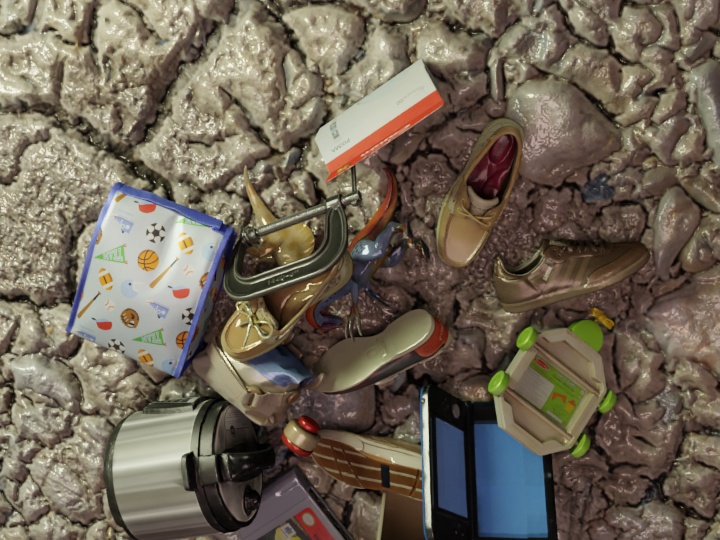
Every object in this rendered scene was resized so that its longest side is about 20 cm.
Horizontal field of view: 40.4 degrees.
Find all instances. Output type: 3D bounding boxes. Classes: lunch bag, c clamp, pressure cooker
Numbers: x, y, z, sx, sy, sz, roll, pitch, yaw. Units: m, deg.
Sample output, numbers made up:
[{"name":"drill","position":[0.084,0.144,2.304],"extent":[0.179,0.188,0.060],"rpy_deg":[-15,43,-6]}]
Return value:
[{"name":"lunch bag","position":[-0.261,0.004,1.250],"extent":[0.168,0.124,0.202],"rpy_deg":[20,112,0]},{"name":"c clamp","position":[-0.082,-0.044,1.199],"extent":[0.198,0.172,0.027],"rpy_deg":[-23,137,15]},{"name":"pressure cooker","position":[-0.211,0.260,1.280],"extent":[0.197,0.177,0.180],"rpy_deg":[-11,125,16]}]

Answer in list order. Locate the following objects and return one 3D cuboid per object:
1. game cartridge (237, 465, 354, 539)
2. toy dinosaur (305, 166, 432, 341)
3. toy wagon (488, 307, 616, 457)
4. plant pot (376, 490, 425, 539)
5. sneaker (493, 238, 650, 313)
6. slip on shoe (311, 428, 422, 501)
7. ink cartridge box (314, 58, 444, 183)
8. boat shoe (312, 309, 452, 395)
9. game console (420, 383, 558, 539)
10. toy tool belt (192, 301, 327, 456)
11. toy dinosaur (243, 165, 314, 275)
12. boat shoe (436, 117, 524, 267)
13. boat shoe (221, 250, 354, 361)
[{"name":"game cartridge","position":[-0.086,0.389,1.387],"extent":[0.132,0.041,0.201],"rpy_deg":[-34,100,15]},{"name":"toy dinosaur","position":[0.000,0.000,1.276],"extent":[0.180,0.105,0.203],"rpy_deg":[-22,69,19]},{"name":"toy wagon","position":[0.262,0.139,1.275],"extent":[0.155,0.040,0.201],"rpy_deg":[37,79,-12]},{"name":"plant pot","position":[0.099,0.430,1.313],"extent":[0.197,0.200,0.179],"rpy_deg":[15,117,-1]},{"name":"sneaker","position":[0.265,-0.009,1.240],"extent":[0.198,0.071,0.076],"rpy_deg":[-21,102,8]},{"name":"slip on shoe","position":[0.027,0.255,1.334],"extent":[0.197,0.061,0.077],"rpy_deg":[10,119,20]},{"name":"ink cartridge box","position":[0.019,-0.177,1.142],"extent":[0.159,0.200,0.048],"rpy_deg":[-32,102,11]},{"name":"boat shoe","position":[0.026,0.115,1.291],"extent":[0.198,0.072,0.062],"rpy_deg":[-29,144,21]},{"name":"game console","position":[0.164,0.253,1.248],"extent":[0.117,0.170,0.203],"rpy_deg":[-14,63,27]},{"name":"toy tool belt","position":[-0.111,0.133,1.270],"extent":[0.199,0.125,0.124],"rpy_deg":[37,98,14]},{"name":"toy dinosaur","position":[-0.111,-0.030,1.272],"extent":[0.101,0.058,0.201],"rpy_deg":[-41,79,7]},{"name":"boat shoe","position":[0.148,-0.093,1.226],"extent":[0.073,0.066,0.202],"rpy_deg":[19,105,-1]},{"name":"boat shoe","position":[-0.098,0.036,1.203],"extent":[0.200,0.063,0.074],"rpy_deg":[-42,79,6]}]
